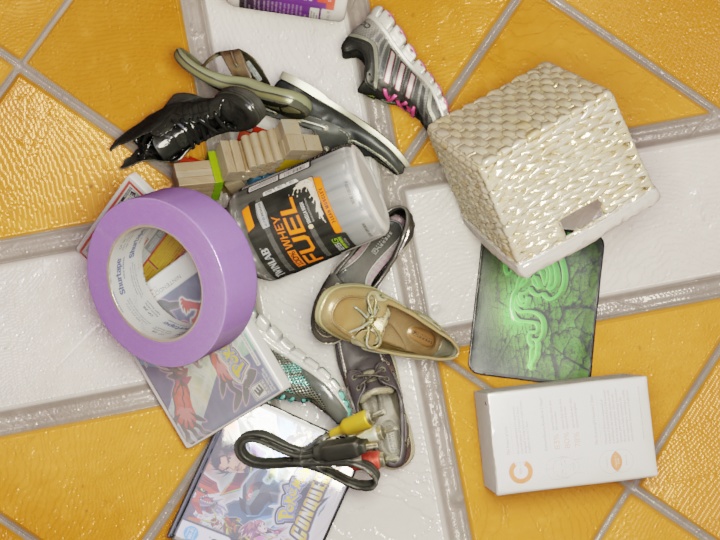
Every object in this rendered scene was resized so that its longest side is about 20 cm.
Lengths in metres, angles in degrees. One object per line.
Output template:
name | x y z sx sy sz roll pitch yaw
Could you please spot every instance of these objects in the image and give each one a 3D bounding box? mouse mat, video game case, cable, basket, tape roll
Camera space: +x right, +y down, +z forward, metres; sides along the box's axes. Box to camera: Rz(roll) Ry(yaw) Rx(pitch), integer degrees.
mouse mat | 0.225 0.042 1.696 0.161 0.008 0.201 7 83 -4
video game case | -0.198 0.093 1.598 0.182 0.023 0.200 -33 87 34
video game case | -0.241 -0.004 1.615 0.200 0.017 0.143 44 123 2
video game case | -0.116 0.273 1.639 0.180 0.026 0.200 25 83 -1
cable | -0.050 0.222 1.610 0.200 0.050 0.097 -8 109 19
basket | 0.213 -0.129 1.594 0.198 0.200 0.161 -29 115 -5
tape roll | -0.219 0.008 1.534 0.200 0.066 0.201 9 108 28

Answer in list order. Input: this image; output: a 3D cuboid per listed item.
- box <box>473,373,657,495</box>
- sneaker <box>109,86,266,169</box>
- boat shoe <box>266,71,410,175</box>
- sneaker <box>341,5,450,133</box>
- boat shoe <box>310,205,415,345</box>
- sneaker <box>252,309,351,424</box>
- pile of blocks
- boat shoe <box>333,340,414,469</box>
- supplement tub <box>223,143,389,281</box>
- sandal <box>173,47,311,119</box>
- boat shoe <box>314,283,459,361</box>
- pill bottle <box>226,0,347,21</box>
box | 0.250 0.199 1.636 0.199 0.097 0.125 -6 88 -5
sneaker | -0.211 -0.169 1.617 0.104 0.200 0.060 -53 129 -31
boat shoe | -0.030 -0.172 1.668 0.200 0.072 0.068 32 89 4
sneaker | 0.044 -0.232 1.677 0.087 0.074 0.200 -33 86 -3
boat shoe | 0.000 0.000 1.641 0.067 0.057 0.200 31 72 12
sneaker | -0.101 0.133 1.631 0.200 0.078 0.091 39 80 9
pile of blocks | -0.147 -0.139 1.653 0.200 0.082 0.062 -17 67 3
boat shoe | 0.019 0.150 1.641 0.072 0.065 0.200 -16 85 -3
supplement tub | -0.075 -0.064 1.613 0.200 0.123 0.123 -23 87 11
sandal | -0.140 -0.239 1.636 0.201 0.080 0.057 21 89 24
boat shoe | 0.035 0.066 1.604 0.200 0.063 0.073 16 95 -36
pill bottle | -0.111 -0.379 1.658 0.199 0.111 0.112 7 84 -3
